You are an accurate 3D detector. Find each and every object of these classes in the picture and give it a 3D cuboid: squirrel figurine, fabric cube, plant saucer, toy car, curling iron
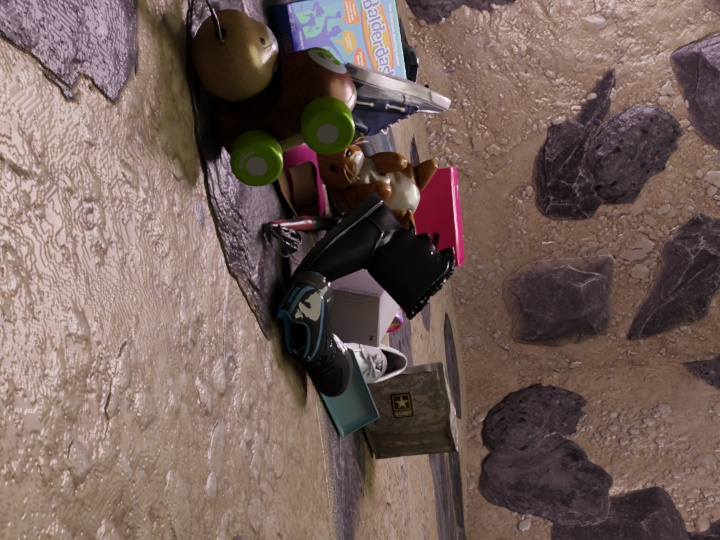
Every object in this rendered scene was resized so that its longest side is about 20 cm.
[{"bbox_3d":[-0.009,-0.141,1.339,0.200,0.186,0.142,8,-105,62],"label":"squirrel figurine"},{"bbox_3d":[0.113,-0.103,1.795,0.196,0.199,0.201,-13,97,-80],"label":"fabric cube"},{"bbox_3d":[-0.024,0.183,1.280,0.019,0.070,0.200,56,-10,39],"label":"plant saucer"},{"bbox_3d":[-0.107,-0.221,0.878,0.165,0.157,0.201,-102,166,-53],"label":"toy car"},{"bbox_3d":[-0.070,-0.053,1.137,0.050,0.025,0.200,61,24,3],"label":"curling iron"}]

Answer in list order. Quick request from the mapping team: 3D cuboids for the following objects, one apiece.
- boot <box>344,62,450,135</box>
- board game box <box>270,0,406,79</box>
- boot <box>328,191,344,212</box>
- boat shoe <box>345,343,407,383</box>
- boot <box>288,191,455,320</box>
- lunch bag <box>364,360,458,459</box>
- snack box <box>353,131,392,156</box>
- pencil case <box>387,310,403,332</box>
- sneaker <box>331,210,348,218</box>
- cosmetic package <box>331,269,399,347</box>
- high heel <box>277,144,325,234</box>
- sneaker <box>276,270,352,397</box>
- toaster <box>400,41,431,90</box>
[{"bbox_3d":[0.044,-0.246,1.287,0.073,0.199,0.091,41,-64,50],"label":"boot"},{"bbox_3d":[-0.027,-0.335,1.270,0.199,0.045,0.153,-24,114,-33],"label":"board game box"},{"bbox_3d":[-0.024,-0.129,1.506,0.097,0.074,0.201,-140,-150,-70],"label":"boot"},{"bbox_3d":[0.009,0.141,1.329,0.200,0.065,0.074,-4,100,-60],"label":"boat shoe"},{"bbox_3d":[0.022,0.001,1.161,0.198,0.162,0.073,-44,173,-25],"label":"boot"},{"bbox_3d":[0.086,0.245,1.538,0.201,0.163,0.118,72,14,-45],"label":"lunch bag"},{"bbox_3d":[0.024,-0.179,1.535,0.142,0.053,0.201,146,-73,-75],"label":"snack box"},{"bbox_3d":[0.037,0.022,1.637,0.088,0.088,0.201,64,21,-60],"label":"pencil case"},{"bbox_3d":[0.000,0.000,1.463,0.200,0.076,0.116,52,-34,5],"label":"sneaker"},{"bbox_3d":[0.006,0.028,1.289,0.200,0.107,0.085,-56,152,-62],"label":"cosmetic package"},{"bbox_3d":[-0.078,-0.113,1.126,0.200,0.067,0.097,45,29,-78],"label":"high heel"},{"bbox_3d":[-0.067,0.099,1.122,0.082,0.073,0.201,-53,139,-43],"label":"sneaker"},{"bbox_3d":[0.019,-0.333,1.422,0.129,0.199,0.114,-92,-168,-77],"label":"toaster"}]
